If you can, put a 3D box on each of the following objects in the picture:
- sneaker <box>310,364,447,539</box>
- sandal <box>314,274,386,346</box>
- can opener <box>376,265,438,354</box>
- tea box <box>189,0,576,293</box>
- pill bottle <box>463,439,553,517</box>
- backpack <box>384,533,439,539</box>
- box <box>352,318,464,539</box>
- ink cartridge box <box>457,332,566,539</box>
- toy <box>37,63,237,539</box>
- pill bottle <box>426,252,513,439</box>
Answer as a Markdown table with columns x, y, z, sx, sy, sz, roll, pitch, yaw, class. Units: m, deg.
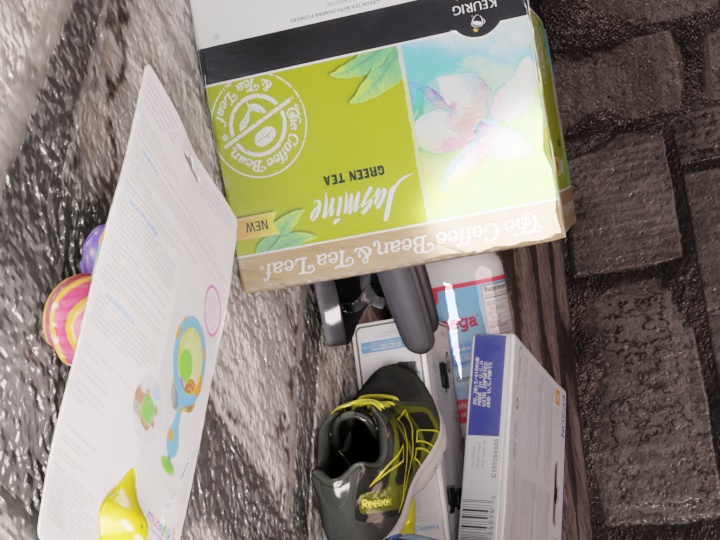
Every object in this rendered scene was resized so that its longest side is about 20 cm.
| x | y | z | sx | sy | sz | roll | pitch | yaw | class |
| --- | --- | --- | --- | --- | --- | --- | --- | --- | --- |
| 0.013 | 0.116 | 0.852 | 0.201 | 0.073 | 0.086 | -76 | 153 | -59 | sneaker |
| 0.000 | -0.001 | 0.943 | 0.200 | 0.042 | 0.077 | -57 | 136 | -71 | sandal |
| 0.022 | -0.033 | 0.884 | 0.063 | 0.077 | 0.203 | -46 | 127 | -61 | can opener |
| 0.019 | -0.103 | 0.761 | 0.134 | 0.197 | 0.200 | -26 | 105 | -76 | tea box |
| 0.126 | 0.247 | 1.148 | 0.113 | 0.112 | 0.203 | -11 | 92 | -76 | pill bottle |
| 0.049 | 0.255 | 0.703 | 0.200 | 0.145 | 0.186 | 63 | 47 | -77 | backpack |
| 0.046 | 0.143 | 1.000 | 0.117 | 0.059 | 0.203 | 21 | 60 | -74 | box |
| 0.128 | 0.173 | 1.023 | 0.200 | 0.043 | 0.200 | 43 | 49 | -62 | ink cartridge box |
| -0.099 | 0.032 | 0.504 | 0.116 | 0.046 | 0.203 | 67 | 22 | -55 | toy |
| 0.084 | 0.046 | 1.126 | 0.109 | 0.107 | 0.203 | -13 | 93 | -76 | pill bottle |
